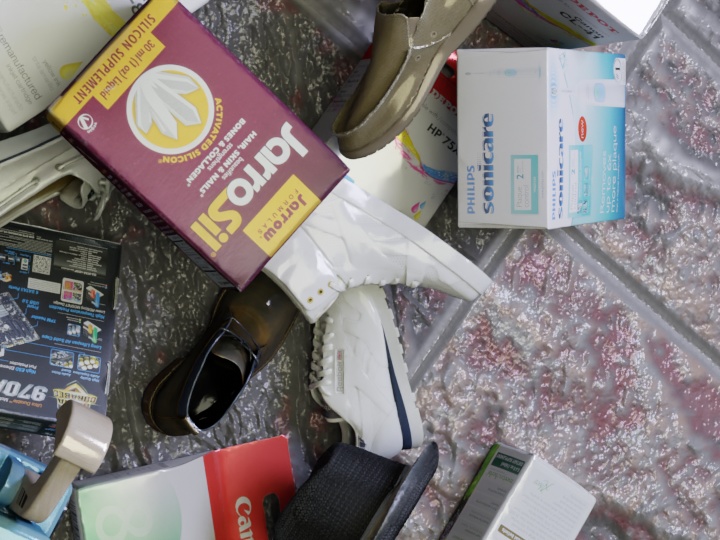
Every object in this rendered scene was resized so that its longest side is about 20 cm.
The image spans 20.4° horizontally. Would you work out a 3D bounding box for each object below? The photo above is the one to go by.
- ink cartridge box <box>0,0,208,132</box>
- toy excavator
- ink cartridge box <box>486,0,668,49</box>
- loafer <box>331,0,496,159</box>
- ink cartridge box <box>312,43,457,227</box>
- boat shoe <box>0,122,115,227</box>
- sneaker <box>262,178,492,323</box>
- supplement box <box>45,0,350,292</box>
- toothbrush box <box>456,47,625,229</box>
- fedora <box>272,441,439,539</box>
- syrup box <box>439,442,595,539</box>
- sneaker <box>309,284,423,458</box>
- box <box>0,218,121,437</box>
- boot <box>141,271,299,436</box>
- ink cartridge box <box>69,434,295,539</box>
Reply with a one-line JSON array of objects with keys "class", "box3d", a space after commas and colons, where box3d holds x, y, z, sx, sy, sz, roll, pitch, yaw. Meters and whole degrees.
[{"class": "ink cartridge box", "box3d": [-0.242, -0.223, 1.587, 0.199, 0.083, 0.146, -35, 105, -16]}, {"class": "toy excavator", "box3d": [-0.261, 0.183, 1.538, 0.099, 0.200, 0.196, 29, 88, -21]}, {"class": "ink cartridge box", "box3d": [0.156, -0.258, 1.675, 0.147, 0.200, 0.086, 34, 81, -19]}, {"class": "loafer", "box3d": [0.034, -0.181, 1.614, 0.067, 0.076, 0.201, 34, 96, -22]}, {"class": "ink cartridge box", "box3d": [0.031, -0.114, 1.706, 0.116, 0.067, 0.201, 37, 81, -18]}, {"class": "boat shoe", "box3d": [-0.224, -0.076, 1.588, 0.201, 0.075, 0.087, -25, 78, -28]}, {"class": "sneaker", "box3d": [0.000, 0.000, 1.635, 0.199, 0.074, 0.116, 30, 88, -9]}, {"class": "supplement box", "box3d": [-0.126, -0.097, 1.526, 0.200, 0.103, 0.131, 43, 84, -8]}, {"class": "toothbrush box", "box3d": [0.155, -0.112, 1.687, 0.200, 0.085, 0.148, -6, 97, -63]}, {"class": "fedora", "box3d": [-0.015, 0.208, 1.664, 0.091, 0.201, 0.202, 32, 81, 5]}, {"class": "syrup box", "box3d": [0.114, 0.260, 1.755, 0.081, 0.079, 0.201, 35, 81, -19]}, {"class": "sneaker", "box3d": [-0.009, 0.072, 1.700, 0.080, 0.076, 0.202, -19, 102, -11]}, {"class": "box", "box3d": [-0.292, 0.040, 1.576, 0.198, 0.046, 0.161, 11, 67, -22]}, {"class": "boot", "box3d": [-0.093, 0.062, 1.654, 0.075, 0.097, 0.200, 42, 79, -18]}, {"class": "ink cartridge box", "box3d": [-0.137, 0.237, 1.677, 0.198, 0.050, 0.163, -11, 97, -18]}]
